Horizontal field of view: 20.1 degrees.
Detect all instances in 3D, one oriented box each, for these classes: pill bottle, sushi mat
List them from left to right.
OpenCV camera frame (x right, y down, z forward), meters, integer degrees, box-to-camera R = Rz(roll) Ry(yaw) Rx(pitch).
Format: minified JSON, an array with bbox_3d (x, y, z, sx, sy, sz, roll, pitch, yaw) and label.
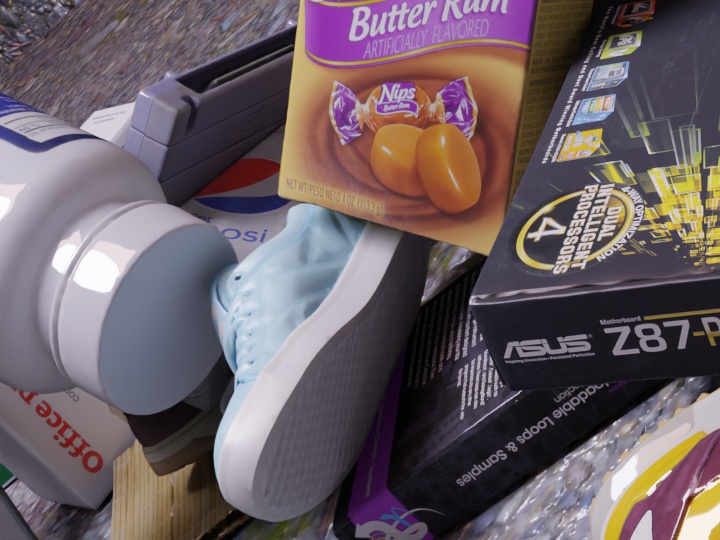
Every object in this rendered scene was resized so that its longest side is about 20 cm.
[{"bbox_3d":[-0.157,-0.012,0.933,0.199,0.120,0.120,25,65,33],"label":"pill bottle"},{"bbox_3d":[-0.097,0.114,1.084,0.096,0.012,0.200,-42,17,9],"label":"sushi mat"}]

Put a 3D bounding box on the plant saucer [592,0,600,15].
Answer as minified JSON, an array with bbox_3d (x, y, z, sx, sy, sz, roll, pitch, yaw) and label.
[{"bbox_3d":[0.130,-0.171,0.902,0.200,0.200,0.030,-34,39,32],"label":"plant saucer"}]

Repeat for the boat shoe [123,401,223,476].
[{"bbox_3d":[-0.076,0.034,1.107,0.072,0.065,0.200,-24,18,31],"label":"boat shoe"}]

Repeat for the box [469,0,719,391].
[{"bbox_3d":[0.143,-0.042,0.742,0.160,0.049,0.201,-4,37,29],"label":"box"}]

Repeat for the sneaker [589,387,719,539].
[{"bbox_3d":[0.156,0.040,0.580,0.200,0.075,0.090,-49,24,8],"label":"sneaker"}]

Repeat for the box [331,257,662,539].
[{"bbox_3d":[0.076,0.026,0.847,0.200,0.036,0.143,-39,18,24],"label":"box"}]

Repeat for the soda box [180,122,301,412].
[{"bbox_3d":[-0.050,-0.013,1.059,0.200,0.063,0.069,-44,-34,-47],"label":"soda box"}]

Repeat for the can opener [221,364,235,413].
[{"bbox_3d":[0.000,0.000,0.979,0.067,0.053,0.201,10,68,58],"label":"can opener"}]

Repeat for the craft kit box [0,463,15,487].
[{"bbox_3d":[-0.211,0.060,1.433,0.200,0.049,0.198,-39,20,18],"label":"craft kit box"}]

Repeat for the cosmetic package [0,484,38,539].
[{"bbox_3d":[-0.195,0.131,0.943,0.090,0.201,0.107,-38,17,-11],"label":"cosmetic package"}]

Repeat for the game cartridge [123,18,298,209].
[{"bbox_3d":[-0.074,-0.060,1.092,0.200,0.038,0.130,-35,-28,-58],"label":"game cartridge"}]

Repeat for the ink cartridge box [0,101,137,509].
[{"bbox_3d":[-0.160,0.022,1.219,0.200,0.146,0.084,-52,22,-21],"label":"ink cartridge box"}]

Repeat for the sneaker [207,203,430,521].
[{"bbox_3d":[-0.034,0.035,0.859,0.081,0.074,0.200,6,30,18],"label":"sneaker"}]

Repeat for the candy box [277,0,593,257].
[{"bbox_3d":[0.035,-0.117,0.842,0.116,0.202,0.056,16,16,31],"label":"candy box"}]
